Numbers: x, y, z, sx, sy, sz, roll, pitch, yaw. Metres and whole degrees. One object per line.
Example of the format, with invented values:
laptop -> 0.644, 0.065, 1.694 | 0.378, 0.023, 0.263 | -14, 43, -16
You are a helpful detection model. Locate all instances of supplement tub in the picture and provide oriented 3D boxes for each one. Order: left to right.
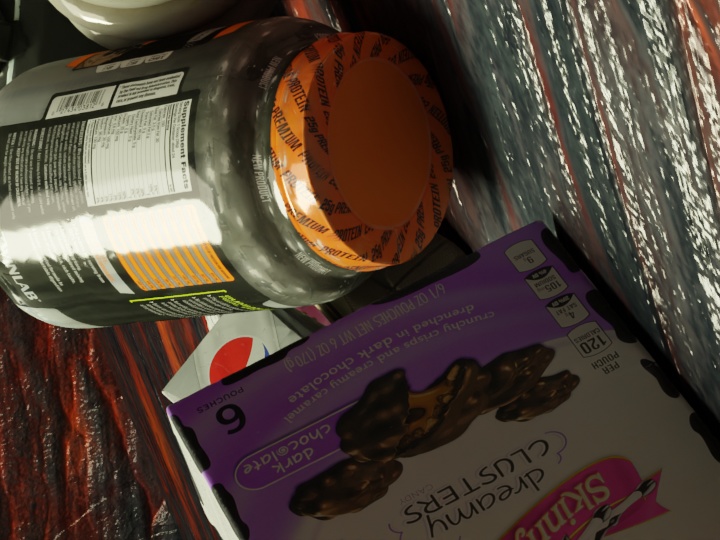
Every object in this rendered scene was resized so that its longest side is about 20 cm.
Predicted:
supplement tub -> -0.065, -0.041, 1.103 | 0.199, 0.122, 0.123 | -6, 114, 40

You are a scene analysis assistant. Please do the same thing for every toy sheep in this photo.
toy sheep -> -0.091, -0.161, 1.161 | 0.138, 0.137, 0.200 | 59, -178, 30

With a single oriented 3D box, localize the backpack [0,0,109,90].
backpack -> -0.156, -0.139, 1.338 | 0.200, 0.150, 0.179 | -4, 82, 62

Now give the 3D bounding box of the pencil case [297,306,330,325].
pencil case -> -0.056, -0.039, 1.388 | 0.087, 0.082, 0.200 | 96, 152, -43

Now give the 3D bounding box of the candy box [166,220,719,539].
candy box -> 0.046, 0.096, 0.932 | 0.200, 0.167, 0.072 | 54, 167, 45

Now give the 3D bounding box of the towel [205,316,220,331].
towel -> -0.020, 0.089, 1.516 | 0.166, 0.085, 0.201 | 80, 164, -52

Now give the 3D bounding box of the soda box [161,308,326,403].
soda box -> -0.012, 0.072, 1.220 | 0.063, 0.068, 0.200 | 39, -177, 28

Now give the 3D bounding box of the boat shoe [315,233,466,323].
boat shoe -> 0.000, 0.000, 1.214 | 0.200, 0.074, 0.074 | -125, 14, -51
